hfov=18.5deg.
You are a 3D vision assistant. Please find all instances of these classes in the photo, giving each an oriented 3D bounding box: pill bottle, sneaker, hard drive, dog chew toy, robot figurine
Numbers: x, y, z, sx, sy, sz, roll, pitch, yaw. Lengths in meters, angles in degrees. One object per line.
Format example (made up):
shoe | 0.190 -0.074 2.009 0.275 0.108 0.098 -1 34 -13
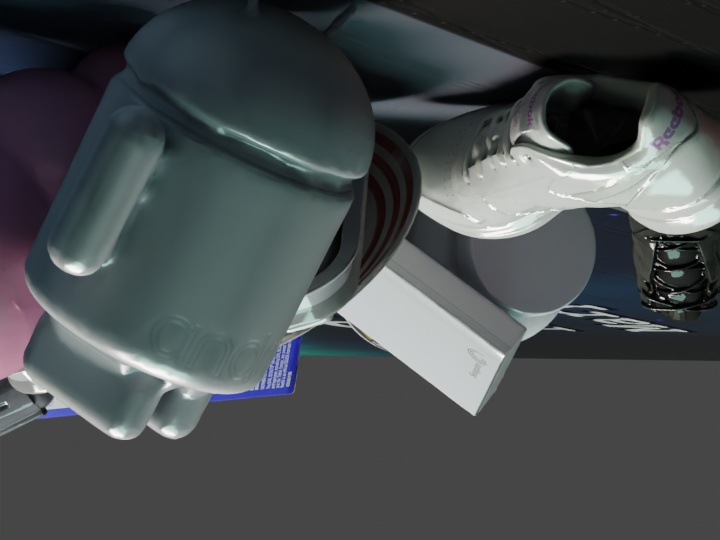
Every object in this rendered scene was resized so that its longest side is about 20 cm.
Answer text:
pill bottle | 0.063 -0.007 1.351 0.111 0.113 0.200 6 174 -20
sneaker | 0.189 -0.018 1.278 0.075 0.091 0.200 4 173 13
hard drive | 0.000 0.000 1.262 0.200 0.027 0.132 36 163 7
dog chew toy | -0.151 -0.036 1.018 0.200 0.125 0.124 -38 -168 -22
robot figurine | -0.066 -0.028 0.925 0.113 0.201 0.169 31 -168 22
sneaker | 0.090 -0.066 1.080 0.199 0.075 0.100 -2 153 41

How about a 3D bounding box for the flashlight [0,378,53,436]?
flashlight | -0.127 0.029 1.206 0.199 0.068 0.068 -27 156 0

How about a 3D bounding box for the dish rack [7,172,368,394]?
dish rack | -0.084 -0.009 1.085 0.199 0.172 0.044 -15 124 15

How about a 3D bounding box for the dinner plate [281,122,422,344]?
dinner plate | -0.059 -0.010 1.128 0.199 0.200 0.024 0 130 33

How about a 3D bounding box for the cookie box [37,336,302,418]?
cookie box | -0.156 0.014 1.354 0.199 0.076 0.171 -4 -151 -24
